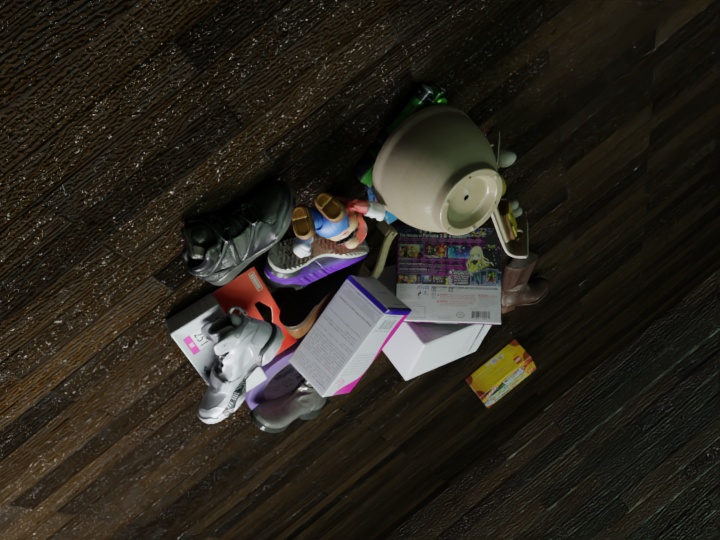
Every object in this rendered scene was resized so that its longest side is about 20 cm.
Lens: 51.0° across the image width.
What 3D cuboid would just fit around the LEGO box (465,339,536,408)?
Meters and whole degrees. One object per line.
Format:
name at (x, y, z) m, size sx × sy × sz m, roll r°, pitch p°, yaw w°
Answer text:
LEGO box at (0.435, 0.321, 2.335) m, size 0.200 × 0.077 × 0.149 m, roll -40°, pitch 151°, yaw 1°

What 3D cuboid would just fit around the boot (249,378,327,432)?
boot at (-0.117, 0.230, 1.443) m, size 0.200 × 0.068 × 0.131 m, roll -5°, pitch 133°, yaw -56°

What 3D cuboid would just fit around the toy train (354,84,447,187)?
toy train at (0.062, -0.215, 1.209) m, size 0.056 × 0.042 × 0.200 m, roll 17°, pitch 120°, yaw -43°

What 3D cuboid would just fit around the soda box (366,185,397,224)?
soda box at (0.109, -0.168, 1.302) m, size 0.200 × 0.064 × 0.068 m, roll -33°, pitch 150°, yaw -12°

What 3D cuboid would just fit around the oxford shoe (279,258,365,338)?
oxford shoe at (-0.065, 0.041, 1.368) m, size 0.200 × 0.071 × 0.071 m, roll -45°, pitch 148°, yaw -17°

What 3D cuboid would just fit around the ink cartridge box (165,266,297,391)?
ink cartridge box at (-0.209, 0.116, 1.294) m, size 0.173 × 0.044 × 0.200 m, roll -33°, pitch 129°, yaw -9°

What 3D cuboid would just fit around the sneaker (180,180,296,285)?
sneaker at (-0.184, -0.060, 1.107) m, size 0.199 × 0.076 × 0.114 m, roll -40°, pitch 158°, yaw 13°

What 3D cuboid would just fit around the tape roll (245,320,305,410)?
tape roll at (-0.150, 0.182, 1.476) m, size 0.200 × 0.085 × 0.200 m, roll -28°, pitch 148°, yaw -19°

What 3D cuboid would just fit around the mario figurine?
mario figurine at (-0.032, -0.066, 1.183) m, size 0.200 × 0.123 × 0.106 m, roll 0°, pitch 98°, yaw -75°

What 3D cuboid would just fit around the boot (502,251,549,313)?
boot at (0.429, 0.009, 1.921) m, size 0.186 × 0.064 × 0.200 m, roll -27°, pitch 144°, yaw -25°

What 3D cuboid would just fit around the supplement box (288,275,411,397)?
supplement box at (-0.019, 0.117, 1.348) m, size 0.200 × 0.103 × 0.101 m, roll -55°, pitch 156°, yaw 13°

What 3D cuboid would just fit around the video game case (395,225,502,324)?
video game case at (0.164, 0.009, 1.415) m, size 0.199 × 0.182 × 0.036 m, roll 1°, pitch 173°, yaw 2°

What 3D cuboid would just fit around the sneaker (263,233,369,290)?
sneaker at (-0.082, -0.014, 1.305) m, size 0.200 × 0.070 × 0.100 m, roll -13°, pitch 148°, yaw -32°

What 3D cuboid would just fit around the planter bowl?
planter bowl at (0.136, -0.139, 1.187) m, size 0.200 × 0.135 × 0.201 m, roll -21°, pitch 136°, yaw -22°

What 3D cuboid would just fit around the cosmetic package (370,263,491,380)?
cosmetic package at (0.126, 0.087, 1.535) m, size 0.200 × 0.199 × 0.123 m, roll -16°, pitch 144°, yaw -35°

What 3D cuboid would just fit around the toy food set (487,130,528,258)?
toy food set at (0.270, -0.138, 1.376) m, size 0.060 × 0.144 × 0.200 m, roll -15°, pitch 120°, yaw 20°

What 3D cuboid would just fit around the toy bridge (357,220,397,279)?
toy bridge at (0.000, 0.000, 1.409) m, size 0.200 × 0.067 × 0.027 m, roll -49°, pitch 149°, yaw 17°

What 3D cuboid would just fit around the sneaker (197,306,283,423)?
sneaker at (-0.224, 0.150, 1.231) m, size 0.200 × 0.075 × 0.115 m, roll -52°, pitch 129°, yaw 0°
